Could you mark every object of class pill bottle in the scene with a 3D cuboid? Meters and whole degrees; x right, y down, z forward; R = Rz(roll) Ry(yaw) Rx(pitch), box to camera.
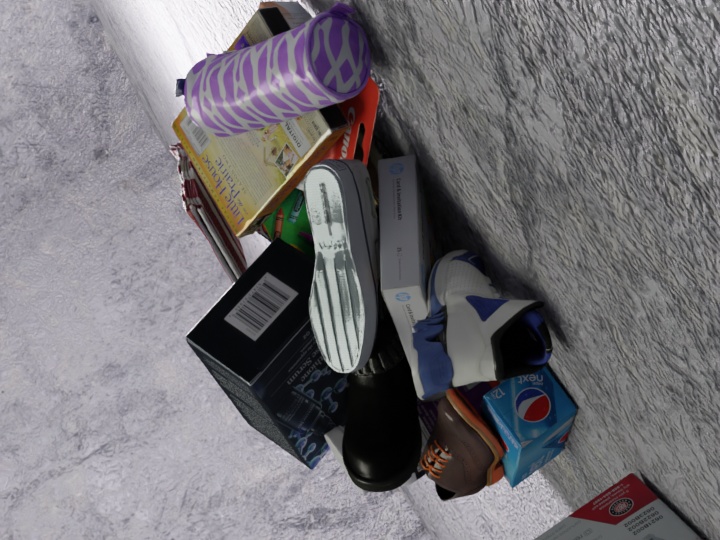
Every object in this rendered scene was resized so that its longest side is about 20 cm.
[{"bbox_3d":[0.065,0.153,1.641,0.113,0.200,0.112,55,171,13],"label":"pill bottle"}]

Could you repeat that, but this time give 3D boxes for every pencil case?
[{"bbox_3d":[-0.079,-0.179,1.414,0.084,0.086,0.200,21,160,-41],"label":"pencil case"}]

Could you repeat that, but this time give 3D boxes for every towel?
[{"bbox_3d":[-0.162,-0.052,1.700,0.144,0.023,0.200,62,-177,-28],"label":"towel"}]

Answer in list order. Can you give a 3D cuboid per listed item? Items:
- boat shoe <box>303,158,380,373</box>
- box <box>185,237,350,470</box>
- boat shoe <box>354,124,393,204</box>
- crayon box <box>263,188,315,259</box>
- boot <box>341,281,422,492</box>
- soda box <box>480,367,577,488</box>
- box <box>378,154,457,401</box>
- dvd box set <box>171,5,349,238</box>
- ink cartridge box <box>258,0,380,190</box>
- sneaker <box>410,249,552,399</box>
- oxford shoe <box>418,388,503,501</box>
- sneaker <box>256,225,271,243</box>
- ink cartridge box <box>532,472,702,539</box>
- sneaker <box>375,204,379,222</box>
[{"bbox_3d":[-0.004,-0.007,1.434,0.073,0.067,0.201,8,107,38],"label":"boat shoe"},{"bbox_3d":[-0.070,0.091,1.638,0.107,0.148,0.200,32,163,33],"label":"box"},{"bbox_3d":[-0.020,-0.116,1.599,0.076,0.074,0.200,62,174,-25],"label":"boat shoe"},{"bbox_3d":[-0.070,-0.112,1.692,0.200,0.058,0.119,-88,-21,-47],"label":"crayon box"},{"bbox_3d":[0.009,0.094,1.514,0.158,0.079,0.211,71,-163,-46],"label":"boot"},{"bbox_3d":[0.163,0.155,1.530,0.064,0.068,0.200,54,171,16],"label":"soda box"},{"bbox_3d":[0.057,0.010,1.495,0.200,0.041,0.156,67,-162,-51],"label":"box"},{"bbox_3d":[-0.103,-0.144,1.528,0.147,0.029,0.200,58,137,13],"label":"dvd box set"},{"bbox_3d":[-0.054,-0.152,1.517,0.200,0.050,0.163,-126,39,-48],"label":"ink cartridge box"},{"bbox_3d":[0.115,0.052,1.369,0.200,0.115,0.081,-67,-29,-63],"label":"sneaker"},{"bbox_3d":[0.096,0.181,1.526,0.071,0.072,0.200,52,170,31],"label":"oxford shoe"},{"bbox_3d":[-0.114,-0.076,1.768,0.200,0.078,0.075,60,-157,-45],"label":"sneaker"},{"bbox_3d":[0.248,0.306,1.307,0.200,0.145,0.145,46,165,55],"label":"ink cartridge box"},{"bbox_3d":[0.003,0.002,1.630,0.060,0.104,0.200,34,127,9],"label":"sneaker"}]
